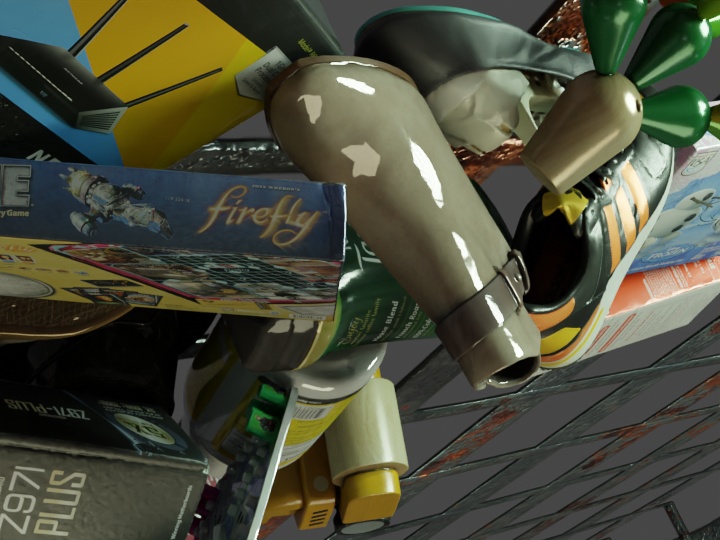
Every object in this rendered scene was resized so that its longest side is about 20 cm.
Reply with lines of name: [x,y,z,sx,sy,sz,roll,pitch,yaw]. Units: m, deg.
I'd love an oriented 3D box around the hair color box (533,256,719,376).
hair color box: [0.236,0.030,1.114,0.197,0.065,0.111,-17,158,-19]

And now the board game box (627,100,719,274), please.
board game box: [0.278,-0.066,0.966,0.197,0.044,0.200,-10,153,-29]

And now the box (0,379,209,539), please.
box: [-0.200,0.173,0.680,0.162,0.086,0.203,15,99,-35]

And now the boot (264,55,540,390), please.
boot: [0.034,-0.013,0.586,0.070,0.148,0.199,-33,160,18]

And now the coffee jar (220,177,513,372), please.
coffee jar: [0.000,0.000,0.759,0.197,0.105,0.086,-10,147,-32]

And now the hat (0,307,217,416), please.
hat: [-0.161,0.062,0.770,0.198,0.082,0.201,-21,158,-9]

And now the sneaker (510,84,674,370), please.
sneaker: [0.142,-0.041,0.735,0.203,0.069,0.090,-65,155,-12]

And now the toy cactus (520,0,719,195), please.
toy cactus: [0.146,-0.116,0.630,0.165,0.102,0.200,-45,142,0]

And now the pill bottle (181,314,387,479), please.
pill bottle: [-0.066,0.078,0.862,0.110,0.113,0.200,-9,154,-31]

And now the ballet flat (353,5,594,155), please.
ballet flat: [0.081,-0.099,0.664,0.198,0.074,0.073,1,148,-46]

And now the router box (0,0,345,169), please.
router box: [-0.109,-0.107,0.477,0.148,0.052,0.200,-30,158,11]

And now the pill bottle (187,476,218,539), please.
pill bottle: [-0.202,0.222,1.047,0.198,0.116,0.114,1,148,-45]

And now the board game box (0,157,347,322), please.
board game box: [-0.106,-0.012,0.549,0.196,0.035,0.136,5,167,-3]

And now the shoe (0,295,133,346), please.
shoe: [-0.207,0.009,0.655,0.197,0.071,0.053,-16,-162,-25]

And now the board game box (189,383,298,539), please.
board game box: [-0.107,0.195,0.762,0.026,0.202,0.200,23,142,-10]

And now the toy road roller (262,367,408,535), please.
toy road roller: [-0.042,0.176,1.099,0.143,0.125,0.201,-6,155,-11]
